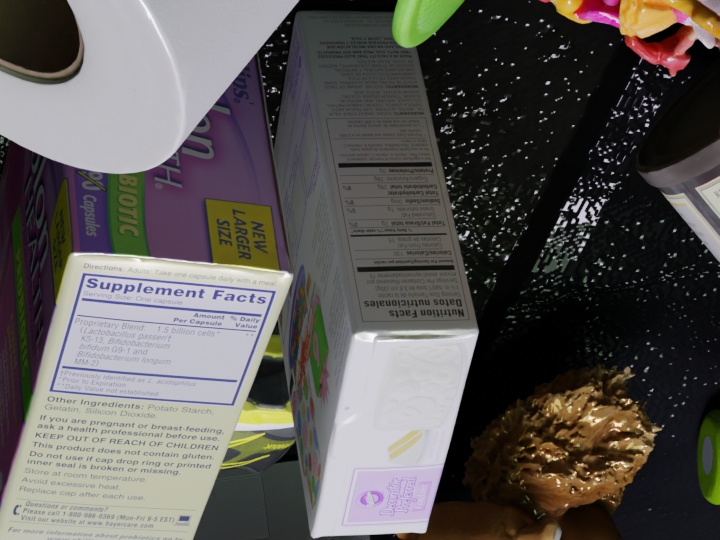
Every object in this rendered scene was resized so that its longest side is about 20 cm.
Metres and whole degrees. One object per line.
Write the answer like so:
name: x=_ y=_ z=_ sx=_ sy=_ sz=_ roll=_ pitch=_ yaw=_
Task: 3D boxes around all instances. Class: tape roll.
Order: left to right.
tape roll: x=-0.107 y=-0.155 z=0.920 sx=0.202 sy=0.139 sz=0.203 roll=30 pitch=155 yaw=16

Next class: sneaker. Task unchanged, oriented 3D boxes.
sneaker: x=-0.116 y=0.077 z=1.292 sx=0.199 sy=0.075 sz=0.085 roll=3 pitch=137 yaw=-14

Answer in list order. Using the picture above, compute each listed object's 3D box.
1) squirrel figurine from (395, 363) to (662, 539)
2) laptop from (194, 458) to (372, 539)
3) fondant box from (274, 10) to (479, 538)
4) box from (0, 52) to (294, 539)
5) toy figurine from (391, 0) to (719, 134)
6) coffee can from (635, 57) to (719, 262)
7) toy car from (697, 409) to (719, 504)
squirrel figurine: x=0.078 y=0.140 z=1.299 sx=0.141 sy=0.201 sz=0.187 roll=10 pitch=164 yaw=25
laptop: x=-0.079 y=0.182 z=1.303 sx=0.186 sy=0.201 sz=0.116 roll=-7 pitch=156 yaw=-3
fondant box: x=0.000 y=0.000 z=1.135 sx=0.058 sy=0.201 sz=0.145 roll=0 pitch=138 yaw=-10
box: x=-0.110 y=0.000 z=1.131 sx=0.096 sy=0.176 sz=0.200 roll=6 pitch=136 yaw=-17
toy figurine: x=0.132 y=-0.106 z=1.004 sx=0.184 sy=0.200 sz=0.150 roll=34 pitch=97 yaw=7
coffee can: x=0.244 y=-0.020 z=1.139 sx=0.146 sy=0.146 sz=0.200 roll=-36 pitch=101 yaw=27
toy car: x=0.282 y=0.168 z=1.349 sx=0.163 sy=0.201 sz=0.158 roll=2 pitch=165 yaw=-7
